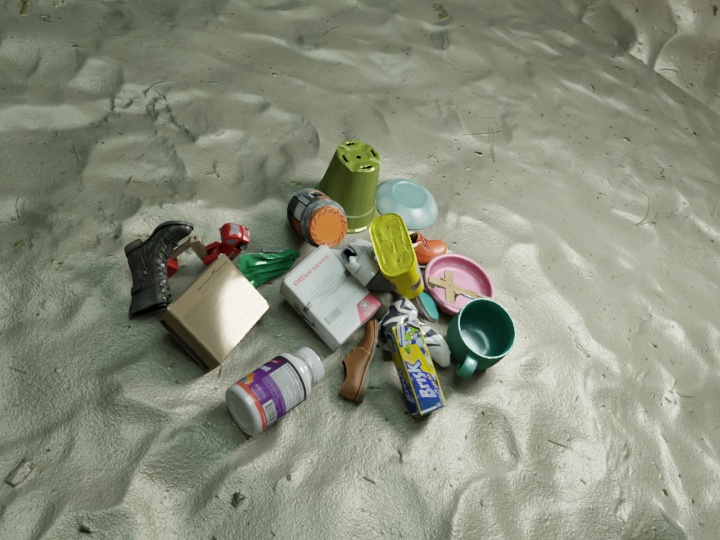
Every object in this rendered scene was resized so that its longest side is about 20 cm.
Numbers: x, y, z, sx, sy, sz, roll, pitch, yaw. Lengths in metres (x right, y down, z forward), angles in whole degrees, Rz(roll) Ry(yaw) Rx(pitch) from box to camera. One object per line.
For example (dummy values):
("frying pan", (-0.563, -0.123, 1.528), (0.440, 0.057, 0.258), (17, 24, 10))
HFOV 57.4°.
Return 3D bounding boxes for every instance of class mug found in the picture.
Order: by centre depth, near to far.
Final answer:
("mug", (0.271, 0.166, 1.583), (0.182, 0.115, 0.154), (-22, 71, -25))

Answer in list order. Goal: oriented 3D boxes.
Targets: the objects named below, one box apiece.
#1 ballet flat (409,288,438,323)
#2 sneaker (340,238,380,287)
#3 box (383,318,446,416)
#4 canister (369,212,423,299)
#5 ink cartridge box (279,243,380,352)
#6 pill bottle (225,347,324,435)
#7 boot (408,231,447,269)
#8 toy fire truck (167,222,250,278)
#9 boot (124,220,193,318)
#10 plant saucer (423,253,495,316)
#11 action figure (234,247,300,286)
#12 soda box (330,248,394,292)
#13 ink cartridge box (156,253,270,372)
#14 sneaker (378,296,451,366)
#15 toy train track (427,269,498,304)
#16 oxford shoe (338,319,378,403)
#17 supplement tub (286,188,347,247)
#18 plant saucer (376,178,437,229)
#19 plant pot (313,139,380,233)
("ballet flat", (0.139, 0.067, 1.661), (0.067, 0.067, 0.203), (21, 37, -37))
("sneaker", (-0.006, -0.038, 1.560), (0.086, 0.075, 0.201), (36, 12, -19))
("box", (0.122, 0.219, 1.476), (0.069, 0.064, 0.204), (-15, 80, -19))
("canister", (0.089, -0.027, 1.547), (0.085, 0.200, 0.151), (-19, 68, 6))
("ink cartridge box", (-0.074, 0.063, 1.537), (0.145, 0.085, 0.200), (-40, 83, -23))
("pill bottle", (-0.173, 0.244, 1.375), (0.198, 0.112, 0.111), (-30, 65, -36))
("boot", (0.161, -0.060, 1.748), (0.196, 0.108, 0.076), (-12, 54, -29))
("toy fire truck", (-0.364, -0.046, 1.532), (0.139, 0.199, 0.049), (20, 40, -41))
("boot", (-0.439, 0.000, 1.459), (0.197, 0.069, 0.177), (-26, 65, 15))
("plant saucer", (0.255, 0.047, 1.727), (0.196, 0.051, 0.204), (9, 50, -11))
("action figure", (-0.225, -0.014, 1.594), (0.198, 0.120, 0.054), (-21, 47, -41))
("soda box", (0.000, 0.000, 1.671), (0.195, 0.064, 0.069), (7, 49, -14))
("ink cartridge box", (-0.317, 0.091, 1.441), (0.165, 0.075, 0.201), (48, 48, -10))
("sneaker", (0.115, 0.176, 1.561), (0.129, 0.079, 0.200), (-39, 90, -20))
("toy train track", (0.256, 0.063, 1.663), (0.196, 0.033, 0.116), (19, 41, -11))
("oxford shoe", (-0.003, 0.195, 1.493), (0.070, 0.072, 0.203), (16, 57, 2))
("supplement tub", (-0.107, -0.129, 1.647), (0.120, 0.126, 0.200), (-3, 18, -20))
("plant saucer", (0.137, -0.207, 1.907), (0.196, 0.039, 0.204), (9, 49, -10))
("plant pot", (-0.027, -0.241, 1.778), (0.195, 0.192, 0.203), (9, 48, -10))
